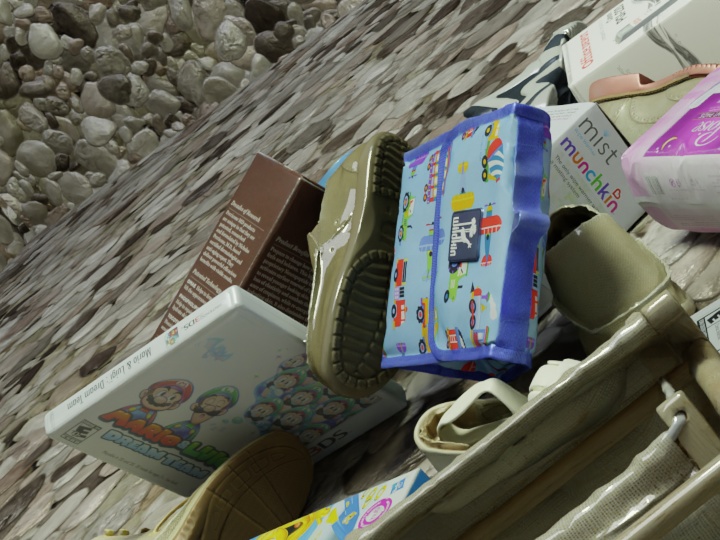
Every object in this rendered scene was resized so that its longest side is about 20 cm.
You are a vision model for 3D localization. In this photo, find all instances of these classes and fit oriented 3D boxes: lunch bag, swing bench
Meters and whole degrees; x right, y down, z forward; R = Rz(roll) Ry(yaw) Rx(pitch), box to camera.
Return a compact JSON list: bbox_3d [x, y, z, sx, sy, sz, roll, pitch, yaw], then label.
[{"bbox_3d":[0.083,-0.012,0.981,0.200,0.094,0.151,148,130,-77],"label":"lunch bag"},{"bbox_3d":[0.093,0.122,0.650,0.199,0.130,0.200,-40,21,7],"label":"swing bench"}]

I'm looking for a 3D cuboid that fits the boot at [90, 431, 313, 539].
[{"bbox_3d":[-0.133,0.198,1.146,0.200,0.073,0.155,-52,20,-26],"label":"boot"}]

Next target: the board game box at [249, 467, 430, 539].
[{"bbox_3d":[-0.051,0.223,0.893,0.195,0.056,0.200,-28,18,36],"label":"board game box"}]

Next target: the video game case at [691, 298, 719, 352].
[{"bbox_3d":[0.252,0.027,0.799,0.182,0.022,0.200,-35,14,19],"label":"video game case"}]

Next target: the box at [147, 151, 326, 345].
[{"bbox_3d":[-0.077,0.023,1.192,0.075,0.100,0.201,35,94,49],"label":"box"}]

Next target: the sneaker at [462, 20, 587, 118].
[{"bbox_3d":[0.154,-0.156,1.482,0.129,0.080,0.200,-19,33,33],"label":"sneaker"}]

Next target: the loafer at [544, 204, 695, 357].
[{"bbox_3d":[0.153,0.006,1.012,0.076,0.068,0.200,-39,14,2],"label":"loafer"}]

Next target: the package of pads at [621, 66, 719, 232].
[{"bbox_3d":[0.262,-0.080,0.990,0.120,0.076,0.200,-41,14,-13],"label":"package of pads"}]

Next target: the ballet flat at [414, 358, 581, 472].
[{"bbox_3d":[0.104,0.086,0.902,0.200,0.070,0.070,-22,22,49],"label":"ballet flat"}]

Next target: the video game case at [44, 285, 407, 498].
[{"bbox_3d":[-0.093,0.101,1.131,0.182,0.200,0.024,-33,49,21],"label":"video game case"}]

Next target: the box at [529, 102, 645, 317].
[{"bbox_3d":[0.102,-0.037,1.218,0.176,0.097,0.200,-43,15,-16],"label":"box"}]

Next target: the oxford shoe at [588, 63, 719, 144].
[{"bbox_3d":[0.249,-0.109,1.174,0.200,0.071,0.074,-1,76,56],"label":"oxford shoe"}]

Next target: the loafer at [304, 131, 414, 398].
[{"bbox_3d":[0.000,0.000,1.108,0.067,0.076,0.201,-21,47,48],"label":"loafer"}]

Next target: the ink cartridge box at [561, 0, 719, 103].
[{"bbox_3d":[0.271,-0.198,1.310,0.200,0.085,0.146,-37,14,17],"label":"ink cartridge box"}]

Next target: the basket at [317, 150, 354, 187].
[{"bbox_3d":[-0.046,-0.030,1.428,0.200,0.139,0.176,-45,-10,13],"label":"basket"}]
